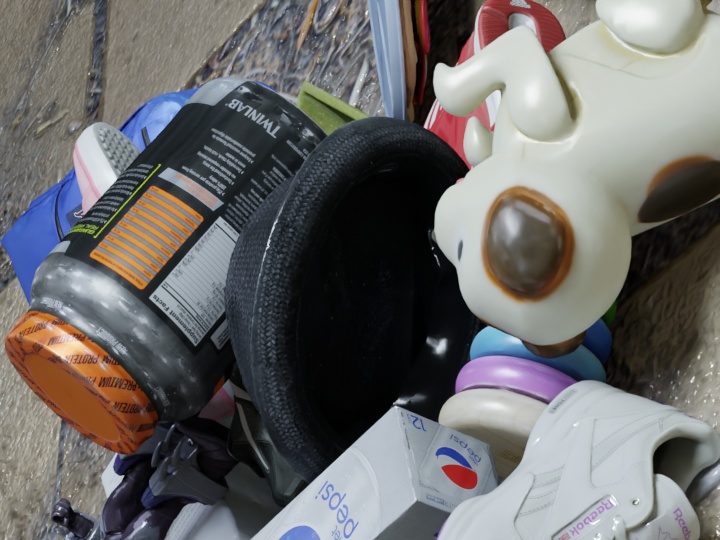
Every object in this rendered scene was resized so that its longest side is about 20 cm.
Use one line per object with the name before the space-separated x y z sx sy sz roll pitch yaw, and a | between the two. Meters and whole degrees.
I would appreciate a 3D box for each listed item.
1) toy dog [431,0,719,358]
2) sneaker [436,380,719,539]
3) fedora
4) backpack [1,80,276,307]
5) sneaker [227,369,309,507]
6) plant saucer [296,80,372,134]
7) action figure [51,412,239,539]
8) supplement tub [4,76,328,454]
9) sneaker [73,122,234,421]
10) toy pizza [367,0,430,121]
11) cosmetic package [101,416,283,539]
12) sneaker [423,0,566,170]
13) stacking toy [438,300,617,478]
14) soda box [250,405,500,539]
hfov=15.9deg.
toy dog | 0.123 -0.050 1.311 0.200 0.194 0.140 -48 -18 -14
sneaker | 0.101 0.129 1.235 0.099 0.075 0.200 10 49 37
fedora | -0.013 0.017 1.379 0.091 0.200 0.201 7 73 46
backpack | -0.123 -0.023 1.710 0.200 0.168 0.163 -35 79 35
sneaker | -0.054 0.072 1.513 0.200 0.066 0.091 -120 39 -57
plant saucer | 0.000 0.000 1.547 0.200 0.048 0.201 -144 59 -68
action figure | -0.146 0.164 1.559 0.201 0.069 0.130 -63 36 15
supplement tub | -0.100 -0.002 1.443 0.200 0.123 0.122 -49 21 -22
sneaker | -0.148 0.016 1.593 0.104 0.201 0.075 -29 2 18
toy pizza | 0.024 -0.186 1.647 0.200 0.032 0.201 173 90 -88
cosmetic package | -0.095 0.158 1.622 0.102 0.071 0.200 -56 28 19
sneaker | 0.082 -0.050 1.509 0.116 0.078 0.201 122 157 -55
stacking toy | 0.111 0.011 1.385 0.085 0.085 0.201 -17 46 55
soda box | -0.013 0.159 1.335 0.200 0.068 0.064 -44 40 30
